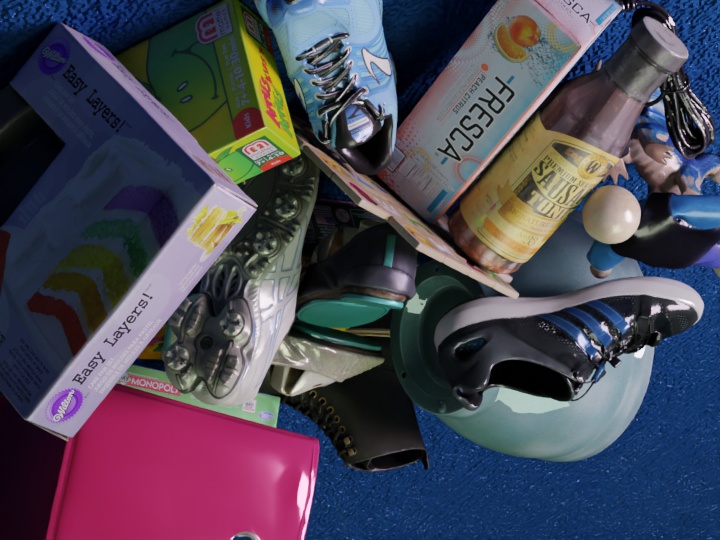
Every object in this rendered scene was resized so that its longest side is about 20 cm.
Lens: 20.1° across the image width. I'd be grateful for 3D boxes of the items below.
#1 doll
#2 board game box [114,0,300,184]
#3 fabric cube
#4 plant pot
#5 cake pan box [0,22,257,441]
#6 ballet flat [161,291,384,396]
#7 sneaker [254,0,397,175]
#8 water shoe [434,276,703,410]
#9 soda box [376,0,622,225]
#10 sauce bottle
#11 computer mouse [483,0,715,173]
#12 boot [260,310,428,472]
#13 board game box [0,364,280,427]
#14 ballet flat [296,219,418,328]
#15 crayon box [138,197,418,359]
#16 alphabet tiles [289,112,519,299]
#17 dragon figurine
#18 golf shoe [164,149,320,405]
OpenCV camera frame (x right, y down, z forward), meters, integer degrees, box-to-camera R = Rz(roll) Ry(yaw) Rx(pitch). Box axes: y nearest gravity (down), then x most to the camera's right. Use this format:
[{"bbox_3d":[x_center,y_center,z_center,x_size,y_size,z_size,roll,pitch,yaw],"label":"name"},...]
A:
[{"bbox_3d":[0.219,-0.025,1.434,0.136,0.049,0.200,-22,161,35],"label":"doll"},{"bbox_3d":[-0.145,-0.084,1.306,0.200,0.102,0.048,-24,152,18],"label":"board game box"},{"bbox_3d":[-0.175,0.201,1.555,0.199,0.197,0.200,18,165,-25],"label":"fabric cube"},{"bbox_3d":[0.109,0.050,1.572,0.134,0.201,0.200,1,150,-41],"label":"plant pot"},{"bbox_3d":[-0.181,-0.029,1.237,0.184,0.200,0.052,-48,143,6],"label":"cake pan box"},{"bbox_3d":[-0.069,0.063,1.532,0.200,0.063,0.067,16,-176,-38],"label":"ballet flat"},{"bbox_3d":[-0.008,-0.127,1.307,0.078,0.090,0.200,-19,153,8],"label":"sneaker"},{"bbox_3d":[0.153,0.059,1.454,0.199,0.079,0.072,-7,149,-9],"label":"water shoe"},{"bbox_3d":[0.087,-0.120,1.360,0.068,0.064,0.200,-45,177,-45],"label":"soda box"},{"bbox_3d":[0.140,-0.084,1.367,0.066,0.066,0.200,12,128,-42],"label":"sauce bottle"},{"bbox_3d":[0.136,-0.117,1.413,0.199,0.046,0.141,-5,128,23],"label":"computer mouse"},{"bbox_3d":[-0.044,0.110,1.693,0.199,0.139,0.078,-8,153,-12],"label":"boot"},{"bbox_3d":[-0.179,0.100,1.620,0.199,0.029,0.135,14,165,-19],"label":"board game box"},{"bbox_3d":[0.000,0.000,1.447,0.073,0.073,0.200,-8,175,-14],"label":"ballet flat"},{"bbox_3d":[-0.086,0.009,1.565,0.200,0.058,0.173,5,147,-34],"label":"crayon box"},{"bbox_3d":[0.026,-0.047,1.413,0.006,0.166,0.200,-51,144,10],"label":"alphabet tiles"},{"bbox_3d":[0.214,-0.099,1.507,0.059,0.100,0.200,-31,123,29],"label":"dragon figurine"},{"bbox_3d":[-0.075,0.001,1.442,0.078,0.200,0.097,19,171,24],"label":"golf shoe"}]
